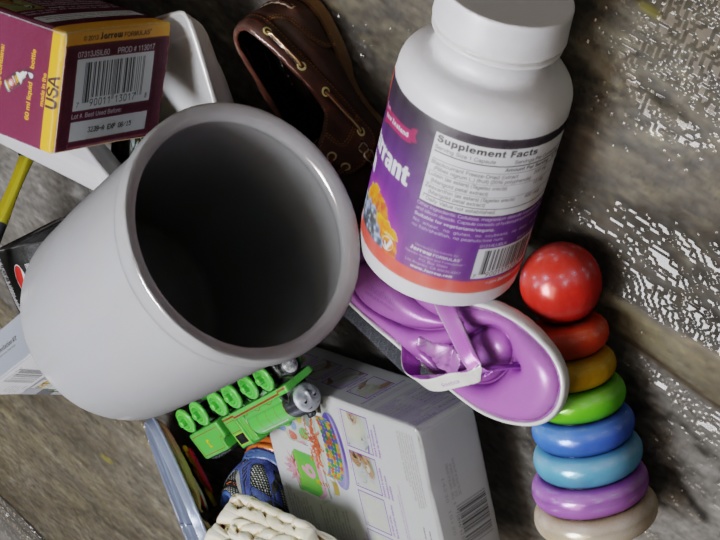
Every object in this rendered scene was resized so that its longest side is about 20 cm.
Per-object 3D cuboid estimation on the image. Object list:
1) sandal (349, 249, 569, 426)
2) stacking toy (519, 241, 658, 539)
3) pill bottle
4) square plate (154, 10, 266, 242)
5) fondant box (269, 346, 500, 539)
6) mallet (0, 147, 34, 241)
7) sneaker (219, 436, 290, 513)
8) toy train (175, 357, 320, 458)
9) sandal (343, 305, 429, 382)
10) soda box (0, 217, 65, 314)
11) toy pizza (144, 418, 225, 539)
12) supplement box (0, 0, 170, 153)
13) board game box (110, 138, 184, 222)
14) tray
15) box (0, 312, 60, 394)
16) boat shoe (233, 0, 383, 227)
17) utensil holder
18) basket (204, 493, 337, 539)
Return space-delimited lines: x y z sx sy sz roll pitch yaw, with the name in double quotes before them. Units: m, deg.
"sandal" 0.050 0.048 1.016 0.202 0.050 0.083 30 127 36
"stacking toy" 0.143 0.079 1.011 0.085 0.085 0.201 3 112 40
"pill bottle" 0.069 -0.086 0.951 0.111 0.111 0.201 32 132 23
"square plate" -0.132 -0.096 1.154 0.198 0.028 0.201 7 119 59
"fondant box" 0.011 0.148 1.155 0.199 0.058 0.145 14 123 49
"mallet" -0.304 -0.048 1.274 0.066 0.201 0.041 17 168 43
"sneaker" -0.064 0.244 1.290 0.075 0.078 0.201 -17 102 46
"toy train" -0.087 0.105 1.176 0.057 0.042 0.200 54 148 -3
"sandal" 0.000 0.001 1.122 0.200 0.043 0.076 48 145 -1
"soda box" -0.239 -0.007 1.264 0.200 0.071 0.064 -4 113 62
"toy pizza" -0.137 0.214 1.318 0.200 0.032 0.201 158 90 -77
"supplement box" -0.248 -0.156 1.078 0.199 0.110 0.086 21 112 28
"board game box" -0.166 -0.039 1.208 0.105 0.023 0.200 51 151 18
"tray" -0.256 -0.114 1.187 0.199 0.022 0.108 26 162 34
"box" -0.179 0.058 1.200 0.156 0.199 0.041 -32 61 47
"boat shoe" -0.022 -0.094 1.059 0.070 0.070 0.201 -29 95 43
"utensil holder" -0.121 0.004 1.026 0.171 0.170 0.200 57 143 -2
"basket" -0.037 0.276 1.183 0.200 0.124 0.135 38 164 -33
